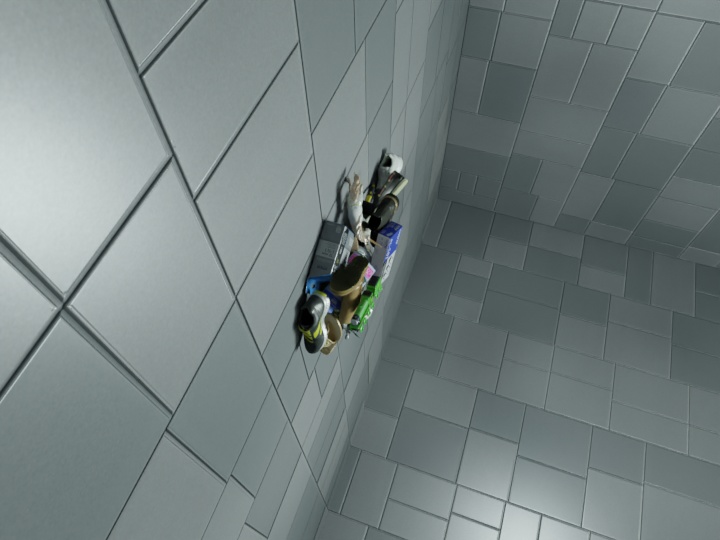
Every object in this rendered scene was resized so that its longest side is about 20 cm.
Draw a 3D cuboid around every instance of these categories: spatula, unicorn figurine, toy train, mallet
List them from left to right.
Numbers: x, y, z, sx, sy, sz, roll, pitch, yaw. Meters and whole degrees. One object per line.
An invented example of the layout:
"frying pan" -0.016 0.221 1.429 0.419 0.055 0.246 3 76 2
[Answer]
"unicorn figurine" -0.008 -0.169 1.514 0.200 0.074 0.138 63 16 -50
"mallet" 0.018 -0.242 1.742 0.200 0.066 0.041 -85 -168 -56
"spatula" 0.018 -0.068 1.730 0.057 0.021 0.200 -41 145 -4
"toy train" 0.016 0.093 1.514 0.056 0.042 0.200 84 25 -44

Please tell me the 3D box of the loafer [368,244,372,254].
"loafer" 0.016 -0.060 1.881 0.071 0.068 0.201 -67 166 6

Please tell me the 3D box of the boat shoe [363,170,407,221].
"boat shoe" 0.075 -0.254 1.837 0.201 0.063 0.074 -49 172 3

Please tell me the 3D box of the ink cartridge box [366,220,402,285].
"ink cartridge box" 0.072 -0.046 1.653 0.094 0.044 0.200 -46 156 -48

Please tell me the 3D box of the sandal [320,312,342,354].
"sandal" -0.112 0.215 1.629 0.070 0.078 0.212 -43 163 -33

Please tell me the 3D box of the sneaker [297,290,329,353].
"sneaker" -0.139 0.149 1.443 0.085 0.074 0.200 -35 139 -49

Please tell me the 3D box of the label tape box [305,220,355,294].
"label tape box" -0.082 -0.023 1.459 0.143 0.066 0.200 35 70 -78

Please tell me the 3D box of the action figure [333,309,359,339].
"action figure" -0.068 0.149 1.726 0.055 0.118 0.200 -54 152 -29

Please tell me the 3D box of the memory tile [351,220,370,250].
"memory tile" -0.016 -0.051 1.724 0.153 0.017 0.200 -49 148 -35

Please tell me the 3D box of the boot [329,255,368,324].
"boot" -0.035 0.079 1.490 0.175 0.066 0.200 -42 152 -45

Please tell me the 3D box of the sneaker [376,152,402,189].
"sneaker" 0.082 -0.322 1.891 0.100 0.075 0.200 12 95 -60

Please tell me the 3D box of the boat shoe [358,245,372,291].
"boat shoe" 0.000 0.000 1.678 0.200 0.072 0.071 73 29 -53

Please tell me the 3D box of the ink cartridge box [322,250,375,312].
"ink cartridge box" -0.045 0.049 1.575 0.200 0.042 0.119 -50 150 -4

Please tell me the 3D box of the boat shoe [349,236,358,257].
"boat shoe" -0.056 -0.029 1.605 0.065 0.072 0.200 -127 -142 -49

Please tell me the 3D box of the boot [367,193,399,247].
"boot" 0.046 -0.129 1.648 0.138 0.077 0.200 -52 161 -49
